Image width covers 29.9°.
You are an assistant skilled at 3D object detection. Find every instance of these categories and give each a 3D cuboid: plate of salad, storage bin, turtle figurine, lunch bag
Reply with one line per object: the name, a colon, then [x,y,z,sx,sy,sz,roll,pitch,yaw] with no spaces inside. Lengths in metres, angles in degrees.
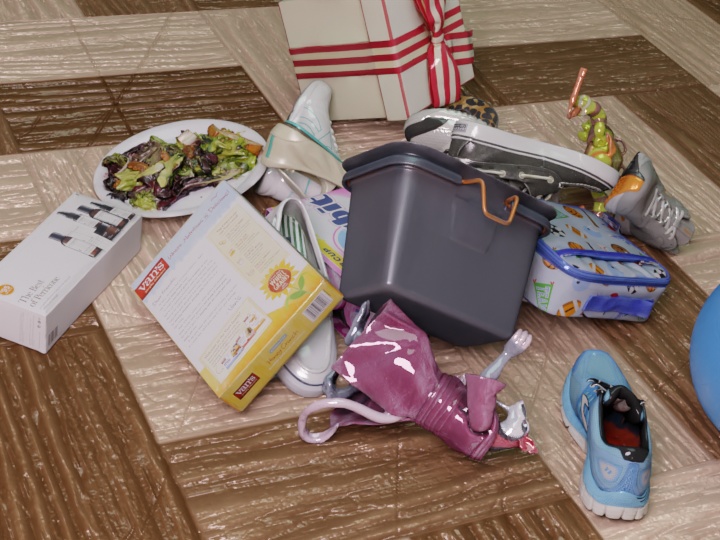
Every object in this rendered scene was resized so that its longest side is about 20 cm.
plate of salad: [-0.201,-0.124,1.501,0.199,0.048,0.200,-4,38,3]
storage bin: [0.079,-0.017,1.258,0.199,0.145,0.135,22,70,-31]
turtle figurine: [0.280,-0.141,1.585,0.064,0.201,0.161,-7,9,9]
lunch bag: [0.229,-0.009,1.417,0.199,0.076,0.160,3,31,-43]

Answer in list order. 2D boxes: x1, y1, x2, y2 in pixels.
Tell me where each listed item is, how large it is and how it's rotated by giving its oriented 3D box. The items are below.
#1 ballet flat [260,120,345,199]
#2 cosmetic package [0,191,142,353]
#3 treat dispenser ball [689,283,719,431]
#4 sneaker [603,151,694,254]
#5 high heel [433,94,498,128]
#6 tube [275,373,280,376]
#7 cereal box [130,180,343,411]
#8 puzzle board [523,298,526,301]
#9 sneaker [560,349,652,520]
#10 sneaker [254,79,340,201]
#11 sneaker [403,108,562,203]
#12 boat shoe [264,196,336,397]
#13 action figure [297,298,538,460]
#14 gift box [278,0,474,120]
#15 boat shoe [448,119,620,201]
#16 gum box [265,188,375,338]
ballet flat: [-0.028,-0.092,1.495,0.200,0.069,0.070,31,25,-29]
cosmetic package: [-0.297,-0.003,1.331,0.082,0.051,0.200,17,35,11]
treat dispenser ball: [0.411,0.082,1.260,0.200,0.202,0.201,7,35,-5]
sneaker: [0.331,-0.069,1.500,0.092,0.076,0.200,34,2,19]
high heel: [0.106,-0.155,1.634,0.142,0.072,0.200,-13,46,-32]
tube: [-0.125,0.030,1.334,0.077,0.051,0.200,-6,46,-10]
cereal box: [-0.121,0.019,1.269,0.040,0.144,0.200,40,3,-46]
puzzle board: [0.110,-0.030,1.433,0.199,0.017,0.151,23,23,-24]
sneaker: [0.238,0.134,1.239,0.078,0.090,0.200,6,34,-7]
sneaker: [-0.061,-0.145,1.583,0.080,0.071,0.201,25,48,-6]
sneaker: [0.134,-0.108,1.514,0.199,0.076,0.088,27,63,-7]
boat shoe: [-0.064,0.021,1.290,0.073,0.067,0.201,-3,59,-26]
action figure: [0.067,0.115,1.190,0.200,0.134,0.149,31,55,10]
gift box: [0.037,-0.299,1.677,0.186,0.185,0.200,3,31,38]
boat shoe: [0.186,-0.108,1.470,0.199,0.064,0.071,14,0,-14]
gum box: [0.000,0.000,1.388,0.113,0.066,0.200,-17,43,-35]
